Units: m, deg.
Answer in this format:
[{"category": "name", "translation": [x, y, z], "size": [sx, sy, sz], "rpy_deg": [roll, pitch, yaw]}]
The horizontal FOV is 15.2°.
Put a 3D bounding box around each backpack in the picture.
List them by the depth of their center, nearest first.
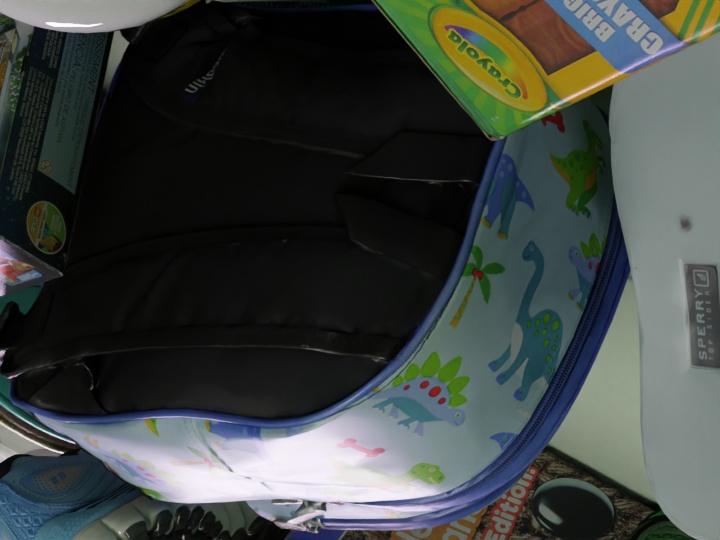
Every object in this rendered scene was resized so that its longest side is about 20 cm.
[{"category": "backpack", "translation": [0.000, 0.000, 0.941], "size": [0.199, 0.184, 0.147], "rpy_deg": [1, 153, 45]}]

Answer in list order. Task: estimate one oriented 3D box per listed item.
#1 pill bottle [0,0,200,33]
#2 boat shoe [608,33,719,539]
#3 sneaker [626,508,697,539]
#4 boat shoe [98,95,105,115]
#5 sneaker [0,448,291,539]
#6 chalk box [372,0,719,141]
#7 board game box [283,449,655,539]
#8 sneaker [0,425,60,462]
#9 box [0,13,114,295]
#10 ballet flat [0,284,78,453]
[{"category": "pill bottle", "translation": [-0.083, -0.130, 0.841], "size": [0.111, 0.111, 0.200], "rpy_deg": [42, -175, -4]}, {"category": "boat shoe", "translation": [0.134, -0.016, 0.898], "size": [0.071, 0.091, 0.201], "rpy_deg": [11, 110, 34]}, {"category": "sneaker", "translation": [0.190, 0.136, 1.014], "size": [0.199, 0.085, 0.078], "rpy_deg": [22, 125, 1]}, {"category": "boat shoe", "translation": [-0.131, -0.054, 1.097], "size": [0.199, 0.072, 0.065], "rpy_deg": [31, 138, 8]}, {"category": "sneaker", "translation": [-0.081, 0.095, 1.074], "size": [0.090, 0.079, 0.200], "rpy_deg": [31, -176, 23]}, {"category": "chalk box", "translation": [0.061, -0.132, 0.776], "size": [0.125, 0.124, 0.200], "rpy_deg": [47, 145, -12]}, {"category": "board game box", "translation": [0.060, 0.166, 1.086], "size": [0.199, 0.160, 0.097], "rpy_deg": [28, 143, 15]}, {"category": "sneaker", "translation": [-0.165, 0.024, 1.214], "size": [0.200, 0.074, 0.079], "rpy_deg": [36, 141, 5]}, {"category": "box", "translation": [-0.178, -0.043, 1.004], "size": [0.199, 0.137, 0.038], "rpy_deg": [-16, 144, 38]}, {"category": "ballet flat", "translation": [-0.098, 0.048, 1.126], "size": [0.199, 0.071, 0.071], "rpy_deg": [18, 157, -30]}]
